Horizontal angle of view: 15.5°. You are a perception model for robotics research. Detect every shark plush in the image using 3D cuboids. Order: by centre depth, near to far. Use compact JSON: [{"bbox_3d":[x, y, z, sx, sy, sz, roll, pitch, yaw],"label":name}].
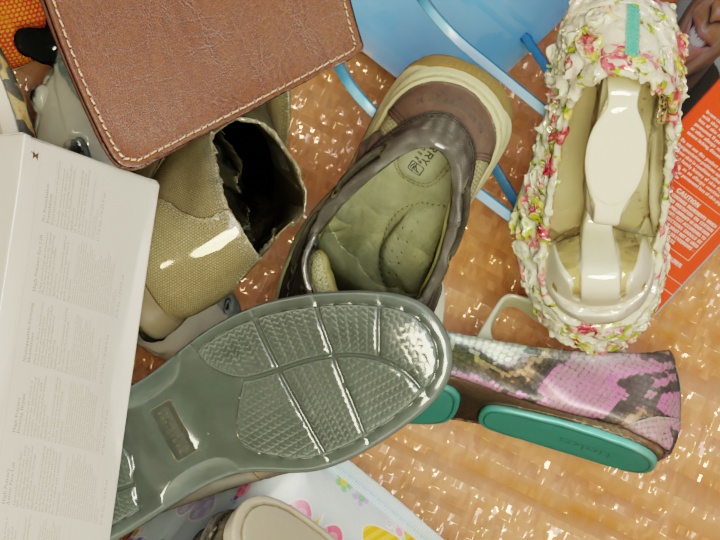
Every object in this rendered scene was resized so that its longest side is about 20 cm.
[{"bbox_3d":[-0.114,-0.049,1.195,0.083,0.091,0.201,-22,90,-37],"label":"shark plush"}]

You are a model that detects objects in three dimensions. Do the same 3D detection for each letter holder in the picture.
[{"bbox_3d":[-0.103,-0.157,1.071,0.142,0.100,0.201,-31,118,-33],"label":"letter holder"}]

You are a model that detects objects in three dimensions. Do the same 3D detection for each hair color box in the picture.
[{"bbox_3d":[0.171,-0.086,1.215,0.061,0.102,0.200,35,108,-20],"label":"hair color box"}]

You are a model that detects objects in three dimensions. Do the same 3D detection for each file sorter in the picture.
[{"bbox_3d":[0.086,-0.139,1.164,0.200,0.123,0.139,-44,131,14],"label":"file sorter"}]

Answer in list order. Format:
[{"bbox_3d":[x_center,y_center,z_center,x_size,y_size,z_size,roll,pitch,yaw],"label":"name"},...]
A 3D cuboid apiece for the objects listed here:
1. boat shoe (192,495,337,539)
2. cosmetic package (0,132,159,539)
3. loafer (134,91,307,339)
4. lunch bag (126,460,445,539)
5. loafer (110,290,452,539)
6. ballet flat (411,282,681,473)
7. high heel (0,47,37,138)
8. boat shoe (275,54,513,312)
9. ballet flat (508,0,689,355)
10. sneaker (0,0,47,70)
[{"bbox_3d":[0.006,0.169,1.100,0.200,0.057,0.067,41,41,-14],"label":"boat shoe"},{"bbox_3d":[-0.136,0.053,1.038,0.082,0.050,0.201,21,73,-53],"label":"cosmetic package"},{"bbox_3d":[-0.056,-0.043,1.157,0.067,0.200,0.076,-17,123,22],"label":"loafer"},{"bbox_3d":[-0.019,0.185,1.176,0.200,0.127,0.170,44,76,-21],"label":"lunch bag"},{"bbox_3d":[-0.052,0.058,1.097,0.199,0.063,0.072,-22,88,12],"label":"loafer"},{"bbox_3d":[0.053,0.043,1.232,0.199,0.069,0.071,11,68,-3],"label":"ballet flat"},{"bbox_3d":[-0.154,-0.009,1.146,0.071,0.143,0.201,-2,87,14],"label":"high heel"},{"bbox_3d":[0.001,0.000,1.115,0.072,0.201,0.066,30,36,4],"label":"boat shoe"},{"bbox_3d":[0.101,-0.029,1.132,0.075,0.064,0.201,0,129,2],"label":"ballet flat"},{"bbox_3d":[-0.222,-0.132,1.156,0.199,0.077,0.073,16,81,-21],"label":"sneaker"}]
